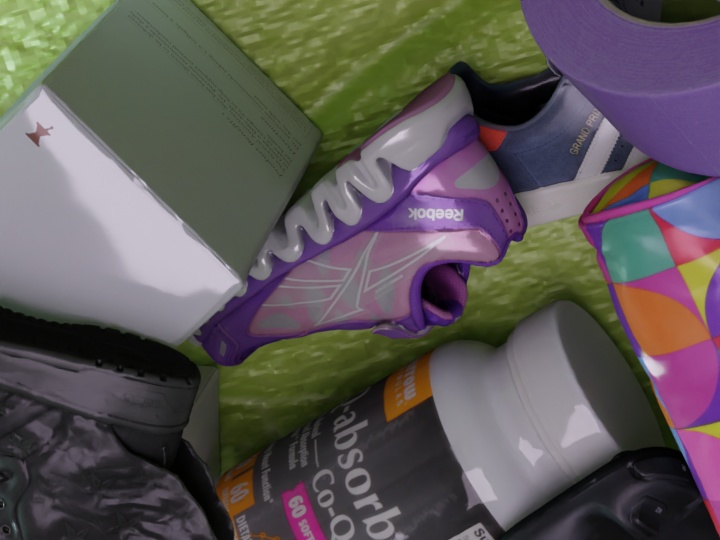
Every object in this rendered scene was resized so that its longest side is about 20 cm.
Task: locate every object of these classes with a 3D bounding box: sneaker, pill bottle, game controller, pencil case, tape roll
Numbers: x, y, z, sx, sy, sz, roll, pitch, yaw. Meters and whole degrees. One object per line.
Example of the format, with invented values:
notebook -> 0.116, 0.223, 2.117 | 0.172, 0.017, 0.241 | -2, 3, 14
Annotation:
sneaker -> 0.000, 0.000, 1.306 | 0.089, 0.080, 0.200 | 48, 130, -4
pill bottle -> 0.033, 0.102, 1.343 | 0.200, 0.116, 0.117 | -32, 102, 18
game controller -> 0.142, 0.140, 1.326 | 0.104, 0.042, 0.200 | -28, 142, 23
pencil case -> 0.168, 0.042, 1.238 | 0.088, 0.088, 0.201 | -24, 103, 17
tape roll -> 0.164, -0.140, 1.187 | 0.200, 0.201, 0.066 | -32, 135, 19
sneaker -> 0.127, -0.082, 1.282 | 0.199, 0.075, 0.085 | -16, 111, 15
sneaker -> -0.139, 0.070, 1.175 | 0.199, 0.060, 0.105 | 16, 109, 0

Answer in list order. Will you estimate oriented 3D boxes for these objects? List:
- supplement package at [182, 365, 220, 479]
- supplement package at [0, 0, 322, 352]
supplement package -> -0.135, 0.155, 1.388 | 0.121, 0.120, 0.201 | 2, 110, 10
supplement package -> -0.109, -0.032, 1.273 | 0.117, 0.200, 0.117 | -42, 98, 20
